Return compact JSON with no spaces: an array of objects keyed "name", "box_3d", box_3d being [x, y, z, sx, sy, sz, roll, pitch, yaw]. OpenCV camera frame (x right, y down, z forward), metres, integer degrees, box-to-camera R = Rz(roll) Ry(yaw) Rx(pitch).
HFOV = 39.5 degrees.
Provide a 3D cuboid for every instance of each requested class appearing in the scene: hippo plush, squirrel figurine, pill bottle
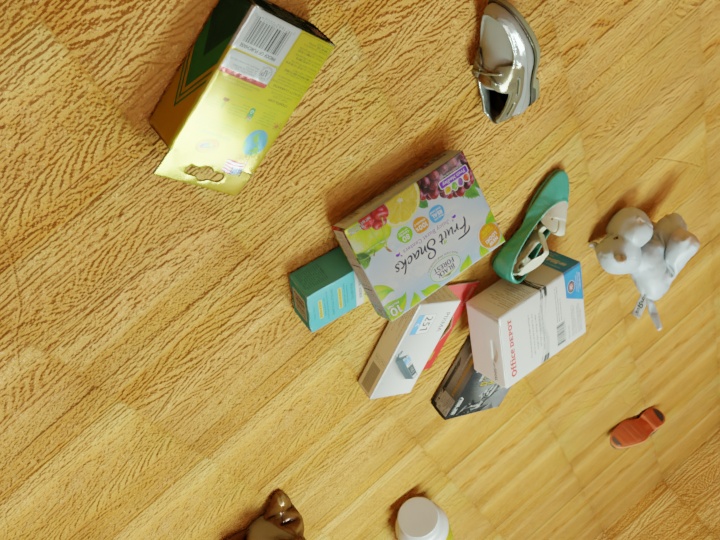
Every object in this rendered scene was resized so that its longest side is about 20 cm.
[{"name":"hippo plush","box_3d":[0.484,-0.032,1.801,0.159,0.159,0.202,23,97,-22]},{"name":"squirrel figurine","box_3d":[-0.116,0.512,1.712,0.141,0.187,0.200,-38,147,-6]},{"name":"pill bottle","box_3d":[0.133,0.545,2.078,0.112,0.113,0.201,-34,147,-11]}]

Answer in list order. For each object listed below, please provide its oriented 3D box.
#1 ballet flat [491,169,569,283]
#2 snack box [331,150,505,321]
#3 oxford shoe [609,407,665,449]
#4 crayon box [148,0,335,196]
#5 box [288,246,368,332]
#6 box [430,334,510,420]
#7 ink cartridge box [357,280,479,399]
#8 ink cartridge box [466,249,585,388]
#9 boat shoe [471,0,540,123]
[{"name":"ballet flat","box_3d":[0.285,-0.061,1.586,0.067,0.070,0.201,4,125,-48]},{"name":"snack box","box_3d":[0.079,-0.048,1.330,0.199,0.053,0.143,-34,110,-16]},{"name":"oxford shoe","box_3d":[0.705,0.423,2.579,0.198,0.071,0.073,-16,144,-34]},{"name":"crayon box","box_3d":[-0.130,-0.179,1.035,0.126,0.051,0.201,13,118,-52]},{"name":"box","box_3d":[0.000,0.000,1.376,0.199,0.049,0.083,-30,145,-19]},{"name":"box","box_3d":[0.232,0.173,1.818,0.157,0.048,0.201,-4,131,-43]},{"name":"ink cartridge box","box_3d":[0.105,0.111,1.618,0.175,0.045,0.201,-5,132,-42]},{"name":"ink cartridge box","box_3d":[0.277,0.078,1.673,0.199,0.084,0.147,-29,126,-27]},{"name":"boat shoe","box_3d":[0.178,-0.253,1.251,0.068,0.075,0.200,-43,148,-8]}]
